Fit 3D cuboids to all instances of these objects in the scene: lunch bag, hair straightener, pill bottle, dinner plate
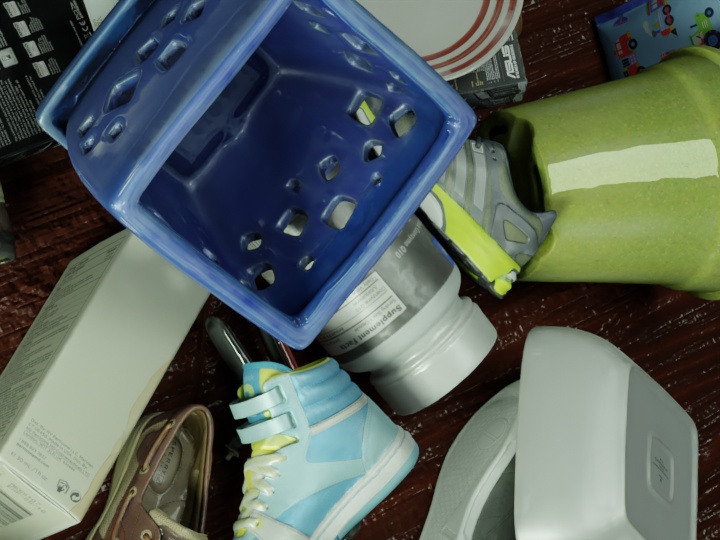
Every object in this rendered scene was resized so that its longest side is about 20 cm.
[{"bbox_3d":[0.300,-0.172,1.947,0.094,0.200,0.151,-10,80,-37],"label":"lunch bag"},{"bbox_3d":[-0.062,0.120,1.697,0.077,0.041,0.201,-26,96,-19],"label":"hair straightener"},{"bbox_3d":[0.000,0.000,1.726,0.200,0.114,0.114,49,53,-11],"label":"pill bottle"},{"bbox_3d":[0.022,-0.220,1.760,0.199,0.024,0.201,6,64,-12],"label":"dinner plate"}]

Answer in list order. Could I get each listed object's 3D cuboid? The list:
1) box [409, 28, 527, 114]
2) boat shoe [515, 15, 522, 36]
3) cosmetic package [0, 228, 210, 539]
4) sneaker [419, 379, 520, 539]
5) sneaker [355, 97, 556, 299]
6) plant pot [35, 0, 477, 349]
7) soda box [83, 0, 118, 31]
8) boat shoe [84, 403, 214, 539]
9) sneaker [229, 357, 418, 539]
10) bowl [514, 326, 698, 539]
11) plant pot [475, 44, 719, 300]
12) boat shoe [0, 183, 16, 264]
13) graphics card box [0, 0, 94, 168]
[{"bbox_3d":[0.028,-0.212,1.814,0.157,0.050,0.201,-12,78,-4],"label":"box"},{"bbox_3d":[0.081,-0.269,1.912,0.067,0.072,0.201,-9,85,-43],"label":"boat shoe"},{"bbox_3d":[-0.186,0.075,1.573,0.073,0.103,0.200,41,56,-18],"label":"cosmetic package"},{"bbox_3d":[0.108,0.182,1.772,0.099,0.071,0.200,37,59,-24],"label":"sneaker"},{"bbox_3d":[0.059,-0.076,1.748,0.081,0.074,0.200,-43,97,-10],"label":"sneaker"},{"bbox_3d":[-0.080,-0.100,1.563,0.200,0.180,0.200,-52,131,-2],"label":"plant pot"},{"bbox_3d":[-0.105,-0.175,1.700,0.200,0.064,0.068,19,41,-48],"label":"soda box"},{"bbox_3d":[-0.136,0.179,1.591,0.072,0.072,0.201,30,59,-24],"label":"boat shoe"},{"bbox_3d":[-0.066,0.139,1.632,0.200,0.079,0.131,-44,104,-27],"label":"sneaker"},{"bbox_3d":[0.192,0.153,1.786,0.200,0.074,0.200,43,45,-48],"label":"bowl"},{"bbox_3d":[0.190,-0.066,1.853,0.184,0.200,0.201,-7,78,-26],"label":"plant pot"},{"bbox_3d":[-0.301,-0.008,1.539,0.200,0.073,0.065,-23,83,-39],"label":"boat shoe"},{"bbox_3d":[-0.248,-0.136,1.637,0.200,0.051,0.126,-26,89,-38],"label":"graphics card box"}]
